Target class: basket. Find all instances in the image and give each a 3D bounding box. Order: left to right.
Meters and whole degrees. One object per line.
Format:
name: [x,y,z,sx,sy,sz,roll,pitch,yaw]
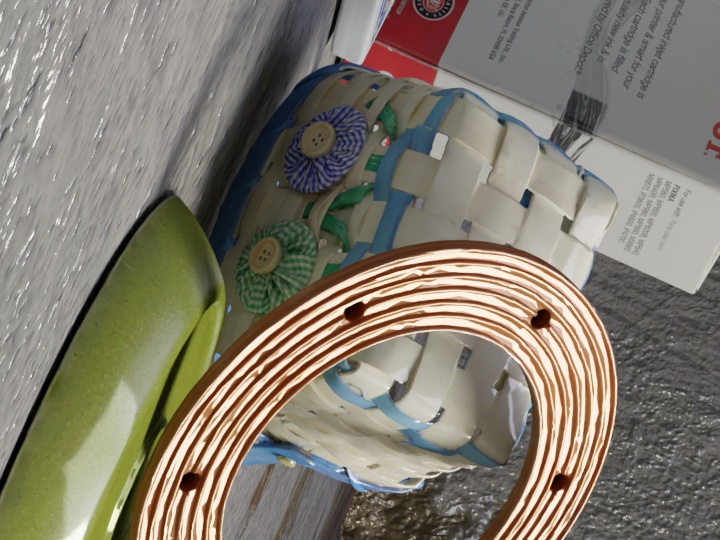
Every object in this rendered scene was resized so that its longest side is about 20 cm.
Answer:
basket: [0.000,0.000,1.187,0.200,0.139,0.177,-10,-126,61]

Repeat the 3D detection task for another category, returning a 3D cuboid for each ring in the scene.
ring: [0.005,0.073,1.061,0.019,0.199,0.201,49,-53,44]

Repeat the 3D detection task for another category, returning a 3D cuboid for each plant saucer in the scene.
plant saucer: [-0.091,0.072,1.019,0.200,0.031,0.201,23,90,-86]

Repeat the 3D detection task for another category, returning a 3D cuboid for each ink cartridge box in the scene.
ink cartridge box: [0.103,-0.100,1.385,0.084,0.199,0.145,108,8,-54]

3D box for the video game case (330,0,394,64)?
video game case: [0.041,-0.205,1.278,0.143,0.018,0.201,108,7,-58]
